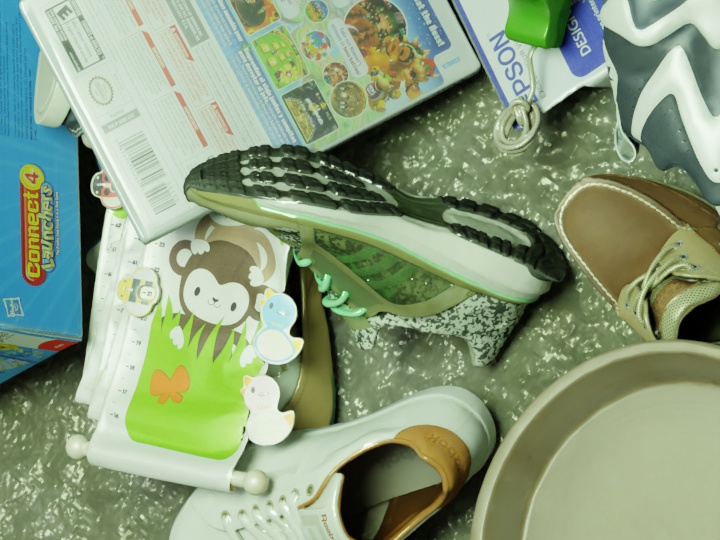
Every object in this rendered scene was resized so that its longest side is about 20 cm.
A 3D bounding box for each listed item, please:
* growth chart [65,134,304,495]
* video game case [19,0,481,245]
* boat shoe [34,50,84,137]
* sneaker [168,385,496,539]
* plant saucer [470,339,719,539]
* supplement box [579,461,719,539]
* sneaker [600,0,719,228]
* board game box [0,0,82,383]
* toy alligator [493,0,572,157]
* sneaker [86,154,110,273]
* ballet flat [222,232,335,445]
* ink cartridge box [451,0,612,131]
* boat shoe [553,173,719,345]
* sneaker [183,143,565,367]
[{"bbox_3d":[-0.093,0.018,1.589,0.145,0.018,0.200,-1,80,29],"label":"growth chart"},{"bbox_3d":[-0.057,-0.122,1.564,0.200,0.018,0.143,-28,87,-5],"label":"video game case"},{"bbox_3d":[-0.130,-0.162,1.627,0.075,0.062,0.200,135,147,-55],"label":"boat shoe"},{"bbox_3d":[-0.028,0.122,1.557,0.200,0.085,0.073,-29,101,26],"label":"sneaker"},{"bbox_3d":[0.143,0.132,1.387,0.200,0.029,0.200,-7,76,30],"label":"plant saucer"},{"bbox_3d":[0.136,0.207,1.446,0.110,0.086,0.200,36,101,32],"label":"supplement box"},{"bbox_3d":[0.212,-0.080,1.453,0.199,0.079,0.130,6,106,5],"label":"sneaker"},{"bbox_3d":[-0.228,-0.033,1.688,0.196,0.056,0.200,-28,60,51],"label":"board game box"},{"bbox_3d":[0.093,-0.157,1.508,0.059,0.054,0.200,19,93,33],"label":"toy alligator"},{"bbox_3d":[-0.109,-0.083,1.662,0.088,0.075,0.200,7,85,34],"label":"sneaker"},{"bbox_3d":[-0.054,0.019,1.615,0.069,0.063,0.200,-8,77,32],"label":"ballet flat"},{"bbox_3d":[0.128,-0.202,1.551,0.200,0.047,0.198,-34,66,25],"label":"ink cartridge box"},{"bbox_3d":[0.170,0.016,1.465,0.200,0.074,0.076,40,103,31],"label":"boat shoe"},{"bbox_3d":[0.000,0.000,1.535,0.200,0.077,0.089,18,111,-7],"label":"sneaker"}]
